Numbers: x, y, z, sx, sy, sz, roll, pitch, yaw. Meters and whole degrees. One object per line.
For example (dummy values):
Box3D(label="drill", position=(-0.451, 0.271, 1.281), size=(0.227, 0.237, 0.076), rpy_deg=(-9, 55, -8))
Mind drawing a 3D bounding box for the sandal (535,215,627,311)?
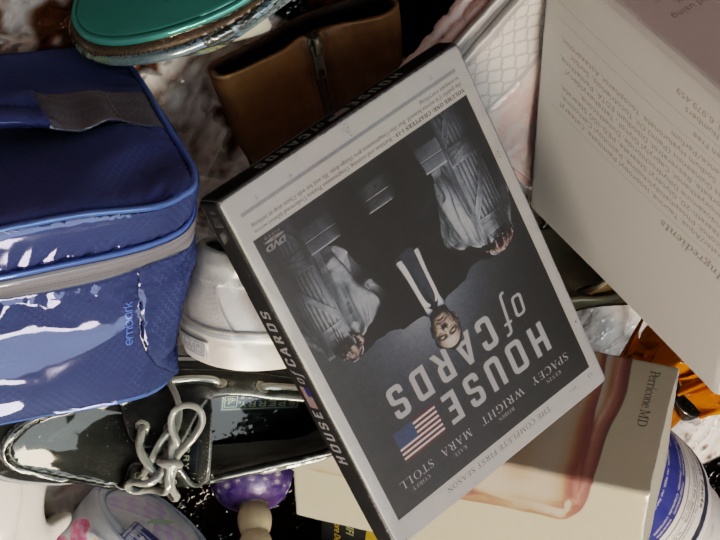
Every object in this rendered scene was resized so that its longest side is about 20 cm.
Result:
Box3D(label="sandal", position=(0.139, -0.020, 1.010), size=(0.200, 0.080, 0.054), rpy_deg=(-16, 148, -28))

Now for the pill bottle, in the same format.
Box3D(label="pill bottle", position=(0.165, 0.145, 1.158), size=(0.116, 0.116, 0.200), rpy_deg=(-44, 138, 6))

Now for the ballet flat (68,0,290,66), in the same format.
Box3D(label="ballet flat", position=(-0.039, -0.145, 0.799), size=(0.200, 0.074, 0.074), rpy_deg=(-32, 138, -3))

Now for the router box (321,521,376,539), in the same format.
Box3D(label="router box", position=(0.054, 0.200, 1.098), size=(0.052, 0.157, 0.200), rpy_deg=(-53, 154, -44))

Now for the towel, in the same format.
Box3D(label="towel", position=(0.129, -0.137, 0.923), size=(0.200, 0.032, 0.191), rpy_deg=(-48, 150, 11))

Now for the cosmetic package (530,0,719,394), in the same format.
Box3D(label="cosmetic package", position=(0.203, -0.081, 0.884), size=(0.167, 0.166, 0.200), rpy_deg=(-29, 147, -20))

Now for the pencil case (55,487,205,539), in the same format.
Box3D(label="pencil case", position=(-0.171, 0.214, 0.999), size=(0.200, 0.091, 0.083), rpy_deg=(-49, -179, 13))

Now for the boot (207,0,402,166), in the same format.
Box3D(label="boot", position=(-0.043, -0.024, 0.898), size=(0.188, 0.068, 0.200), rpy_deg=(-27, 136, -13))

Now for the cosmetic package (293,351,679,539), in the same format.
Box3D(label="cosmetic package", position=(0.070, 0.097, 0.977), size=(0.200, 0.103, 0.087), rpy_deg=(10, 133, 12))

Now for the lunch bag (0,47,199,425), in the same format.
Box3D(label="lunch bag", position=(-0.176, -0.020, 0.754), size=(0.200, 0.136, 0.132), rpy_deg=(-11, 131, -26))

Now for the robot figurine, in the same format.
Box3D(label="robot figurine", position=(0.219, 0.023, 1.060), size=(0.145, 0.058, 0.200), rpy_deg=(-34, -165, 48))

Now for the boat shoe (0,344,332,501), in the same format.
Box3D(label="boat shoe", position=(-0.094, 0.081, 0.863), size=(0.199, 0.068, 0.074), rpy_deg=(0, 114, -25))

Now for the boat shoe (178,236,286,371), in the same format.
Box3D(label="boat shoe", position=(0.000, 0.000, 0.879), size=(0.200, 0.072, 0.069), rpy_deg=(-5, 114, -28))

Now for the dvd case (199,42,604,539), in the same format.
Box3D(label="dvd case", position=(0.027, 0.013, 0.846), size=(0.150, 0.025, 0.200), rpy_deg=(-36, 112, -23))

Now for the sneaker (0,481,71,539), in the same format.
Box3D(label="sneaker", position=(-0.211, 0.097, 0.896), size=(0.087, 0.074, 0.200), rpy_deg=(-40, 145, -23))

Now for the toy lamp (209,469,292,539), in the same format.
Box3D(label="toy lamp", position=(-0.057, 0.204, 0.987), size=(0.058, 0.200, 0.058), rpy_deg=(-5, 149, -3))
